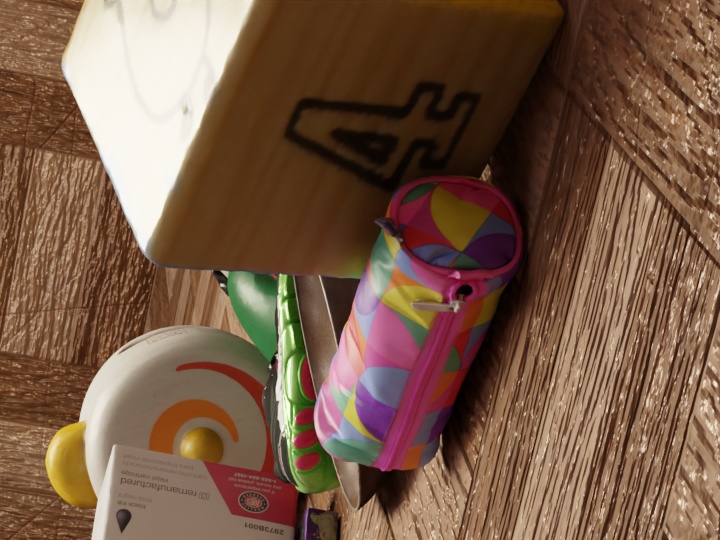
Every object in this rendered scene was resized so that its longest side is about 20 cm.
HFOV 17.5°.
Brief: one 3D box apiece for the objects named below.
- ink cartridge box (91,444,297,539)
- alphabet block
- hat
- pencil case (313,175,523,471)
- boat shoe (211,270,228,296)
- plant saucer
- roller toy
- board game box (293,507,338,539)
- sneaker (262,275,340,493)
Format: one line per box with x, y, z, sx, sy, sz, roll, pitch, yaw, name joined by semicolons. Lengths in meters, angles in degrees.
-0.127;0.241;1.695;0.085;0.144;0.201;111;167;-48;ink cartridge box
-0.033;-0.132;1.336;0.196;0.195;0.201;60;137;40;alphabet block
-0.095;0.014;1.796;0.166;0.175;0.201;111;166;-47;hat
0.031;0.034;1.334;0.201;0.088;0.089;109;167;-48;pencil case
-0.043;-0.066;1.905;0.200;0.075;0.093;-51;-10;27;boat shoe
-0.011;0.057;1.542;0.200;0.032;0.202;167;90;-83;plant saucer
-0.137;0.137;1.894;0.183;0.199;0.140;-60;10;-3;roller toy
-0.053;0.278;1.740;0.201;0.032;0.121;112;169;-51;board game box
-0.042;0.061;1.688;0.084;0.076;0.202;-22;60;58;sneaker
